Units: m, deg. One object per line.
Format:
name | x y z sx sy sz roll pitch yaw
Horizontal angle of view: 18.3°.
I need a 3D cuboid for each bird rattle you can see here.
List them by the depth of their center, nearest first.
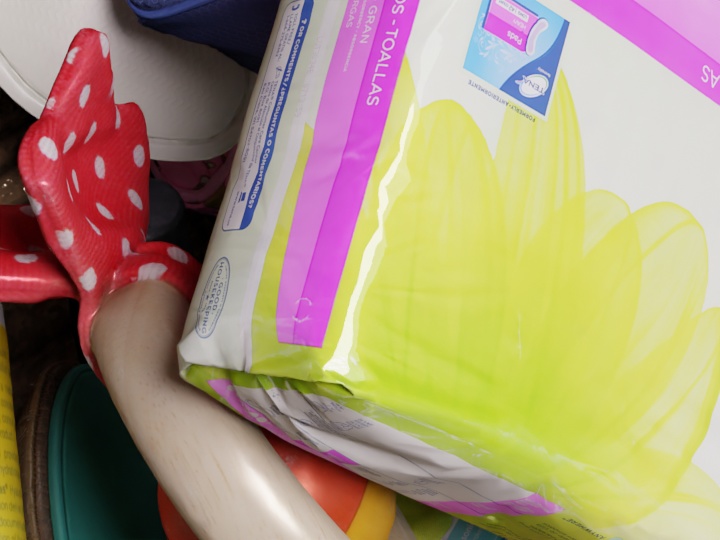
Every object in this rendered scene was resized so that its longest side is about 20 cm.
bird rattle | -0.029 0.037 0.611 0.112 0.163 0.200 -33 132 -2

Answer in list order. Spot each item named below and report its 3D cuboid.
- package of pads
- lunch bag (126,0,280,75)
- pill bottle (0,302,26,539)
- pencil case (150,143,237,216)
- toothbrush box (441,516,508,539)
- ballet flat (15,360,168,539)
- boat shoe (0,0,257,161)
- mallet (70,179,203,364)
package of pads | 0.055 -0.007 0.580 0.199 0.068 0.156 26 73 -41
lunch bag | 0.023 -0.134 0.680 0.132 0.135 0.202 19 73 -37
pill bottle | -0.155 0.056 0.657 0.111 0.111 0.202 0 78 -33
pencil case | 0.022 -0.049 0.820 0.199 0.083 0.087 12 99 -30
toothbrush box | 0.080 0.093 0.744 0.147 0.199 0.086 -55 150 -27
ballet flat | -0.080 0.131 0.704 0.068 0.072 0.201 -6 69 -56
boat shoe | -0.125 -0.096 0.727 0.199 0.060 0.074 24 85 -11
mallet | 0.000 0.000 0.728 0.041 0.198 0.066 -81 165 -53
